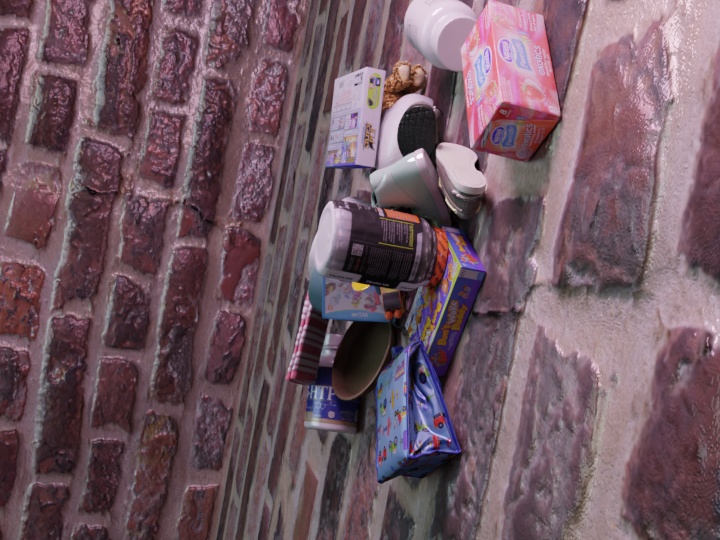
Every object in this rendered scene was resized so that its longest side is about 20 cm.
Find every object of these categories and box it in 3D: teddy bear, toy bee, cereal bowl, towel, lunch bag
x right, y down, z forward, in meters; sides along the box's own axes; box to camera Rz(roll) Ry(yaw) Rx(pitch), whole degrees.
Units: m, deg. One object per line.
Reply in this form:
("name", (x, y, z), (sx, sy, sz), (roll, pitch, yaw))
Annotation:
("teddy bear", (0.059, -0.350, 1.662), (0.067, 0.143, 0.202), (47, 137, 23))
("toy bee", (0.062, 0.031, 1.406), (0.129, 0.201, 0.109), (-31, 19, 19))
("cereal bowl", (0.070, -0.258, 1.583), (0.200, 0.082, 0.204), (-159, 89, -86))
("towel", (-0.105, 0.134, 1.650), (0.146, 0.029, 0.205), (43, -121, -74))
("lunch bag", (0.072, 0.219, 1.289), (0.151, 0.092, 0.204), (124, 140, -57))

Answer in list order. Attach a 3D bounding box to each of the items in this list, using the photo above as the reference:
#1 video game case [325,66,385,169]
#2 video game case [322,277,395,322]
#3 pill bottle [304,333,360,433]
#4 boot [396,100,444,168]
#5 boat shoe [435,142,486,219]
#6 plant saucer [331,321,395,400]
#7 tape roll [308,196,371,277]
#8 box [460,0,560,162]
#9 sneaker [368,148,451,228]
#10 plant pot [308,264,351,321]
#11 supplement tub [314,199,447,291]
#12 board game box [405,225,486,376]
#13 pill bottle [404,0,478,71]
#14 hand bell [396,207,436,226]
("video game case", (-0.013, -0.298, 1.598), (0.199, 0.044, 0.186), (-162, 79, -70))
("video game case", (0.000, 0.000, 1.466), (0.018, 0.139, 0.204), (-83, -5, -64))
("pill bottle", (-0.055, 0.247, 1.745), (0.120, 0.117, 0.205), (149, 128, -70))
("boot", (0.112, -0.243, 1.392), (0.202, 0.066, 0.132), (83, -158, -52))
("boat shoe", (0.158, -0.151, 1.301), (0.203, 0.070, 0.062), (-97, 12, -60))
("plant saucer", (0.009, 0.171, 1.623), (0.200, 0.029, 0.203), (-42, 32, 34))
("tape roll", (-0.023, -0.049, 1.686), (0.202, 0.070, 0.205), (-46, -30, -35))
("box", (0.211, -0.271, 1.142), (0.103, 0.093, 0.204), (124, 151, -54))
("sneaker", (0.081, -0.121, 1.337), (0.201, 0.116, 0.075), (51, -155, -54))
("plant pot", (0.010, 0.021, 1.572), (0.133, 0.199, 0.204), (31, 119, 25))
("supplement tub", (0.033, -0.036, 1.281), (0.122, 0.195, 0.126), (-170, 90, -75))
("board game box", (0.135, 0.049, 1.315), (0.135, 0.044, 0.204), (-107, 31, -59))
("pill bottle", (0.151, -0.420, 1.412), (0.201, 0.112, 0.117), (-111, 34, -61))
("hand bell", (0.108, -0.148, 1.505), (0.202, 0.102, 0.105), (-78, 10, -45))
